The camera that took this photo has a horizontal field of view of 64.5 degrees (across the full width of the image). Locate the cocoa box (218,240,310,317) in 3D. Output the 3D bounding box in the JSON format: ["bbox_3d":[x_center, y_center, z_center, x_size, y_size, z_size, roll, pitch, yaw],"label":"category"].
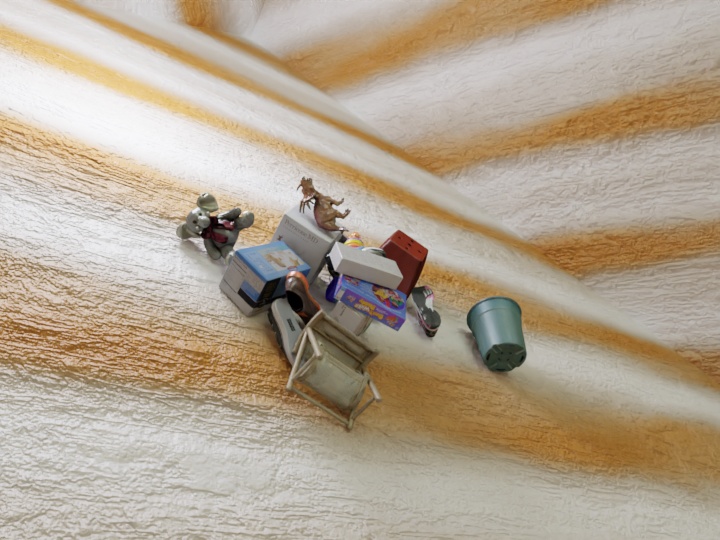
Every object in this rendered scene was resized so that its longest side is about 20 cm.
[{"bbox_3d":[-0.259,0.018,1.569,0.133,0.132,0.199,41,28,18],"label":"cocoa box"}]

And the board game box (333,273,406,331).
[{"bbox_3d":[0.030,0.071,1.563,0.198,0.045,0.135,28,26,-8],"label":"board game box"}]

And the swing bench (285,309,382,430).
[{"bbox_3d":[-0.060,0.237,1.386,0.198,0.130,0.201,37,22,-18],"label":"swing bench"}]

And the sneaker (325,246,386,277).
[{"bbox_3d":[-0.010,-0.018,1.839,0.198,0.075,0.080,-15,33,-4],"label":"sneaker"}]

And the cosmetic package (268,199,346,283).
[{"bbox_3d":[-0.176,-0.075,1.740,0.166,0.201,0.166,32,26,2],"label":"cosmetic package"}]

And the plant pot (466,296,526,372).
[{"bbox_3d":[0.480,0.230,1.974,0.198,0.201,0.197,22,36,-19],"label":"plant pot"}]

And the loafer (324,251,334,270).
[{"bbox_3d":[-0.054,-0.036,1.692,0.201,0.070,0.069,-36,112,-81],"label":"loafer"}]

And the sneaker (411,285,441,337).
[{"bbox_3d":[0.215,0.142,1.935,0.079,0.087,0.201,-3,45,-5],"label":"sneaker"}]

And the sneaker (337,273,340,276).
[{"bbox_3d":[0.000,0.000,1.754,0.077,0.087,0.200,28,8,24],"label":"sneaker"}]

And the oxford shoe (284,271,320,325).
[{"bbox_3d":[-0.159,0.100,1.532,0.073,0.070,0.201,-73,149,-46],"label":"oxford shoe"}]

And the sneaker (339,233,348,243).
[{"bbox_3d":[-0.113,-0.085,1.970,0.201,0.077,0.147,21,33,-32],"label":"sneaker"}]

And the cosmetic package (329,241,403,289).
[{"bbox_3d":[0.016,-0.011,1.578,0.198,0.051,0.083,18,27,-27],"label":"cosmetic package"}]

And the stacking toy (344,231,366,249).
[{"bbox_3d":[-0.024,-0.074,1.971,0.114,0.111,0.201,-6,33,6],"label":"stacking toy"}]

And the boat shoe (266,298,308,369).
[{"bbox_3d":[-0.186,0.171,1.463,0.068,0.057,0.202,0,60,-45],"label":"boat shoe"}]

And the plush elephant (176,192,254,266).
[{"bbox_3d":[-0.421,-0.125,1.614,0.154,0.166,0.199,28,-6,-39],"label":"plush elephant"}]

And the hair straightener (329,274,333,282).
[{"bbox_3d":[-0.014,0.067,1.857,0.198,0.041,0.077,28,26,-10],"label":"hair straightener"}]

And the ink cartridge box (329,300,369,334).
[{"bbox_3d":[-0.019,0.128,1.629,0.087,0.146,0.200,37,26,12],"label":"ink cartridge box"}]

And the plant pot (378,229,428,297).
[{"bbox_3d":[0.130,-0.024,2.018,0.199,0.177,0.200,34,26,4],"label":"plant pot"}]

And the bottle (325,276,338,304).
[{"bbox_3d":[-0.008,0.090,1.776,0.198,0.084,0.066,24,39,-18],"label":"bottle"}]

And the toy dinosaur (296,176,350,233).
[{"bbox_3d":[-0.111,-0.169,1.661,0.134,0.086,0.201,-3,54,-38],"label":"toy dinosaur"}]
